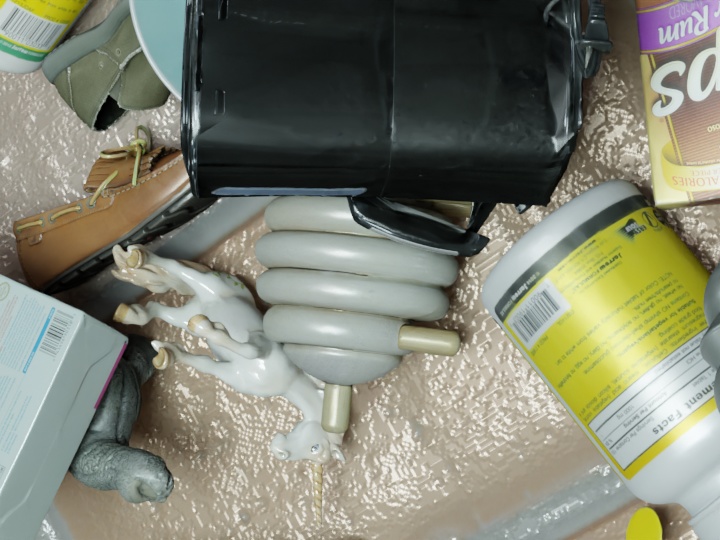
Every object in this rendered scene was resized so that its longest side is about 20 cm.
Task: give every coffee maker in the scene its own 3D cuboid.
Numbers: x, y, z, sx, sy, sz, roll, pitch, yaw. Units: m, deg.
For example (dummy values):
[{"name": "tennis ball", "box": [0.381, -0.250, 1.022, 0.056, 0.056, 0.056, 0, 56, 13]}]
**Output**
[{"name": "coffee maker", "box": [0.007, -0.106, 0.773, 0.200, 0.192, 0.135, 1, 57, -6]}]

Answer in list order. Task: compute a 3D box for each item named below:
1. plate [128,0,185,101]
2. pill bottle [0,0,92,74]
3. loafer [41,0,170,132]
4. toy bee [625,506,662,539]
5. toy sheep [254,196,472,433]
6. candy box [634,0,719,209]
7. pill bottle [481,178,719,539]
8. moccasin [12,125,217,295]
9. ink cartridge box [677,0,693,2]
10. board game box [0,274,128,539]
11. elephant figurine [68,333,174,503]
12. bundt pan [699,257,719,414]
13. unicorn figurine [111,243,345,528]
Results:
[{"name": "plate", "box": [-0.038, -0.170, 0.884, 0.200, 0.026, 0.200, 0, 85, -5]}, {"name": "pill bottle", "box": [-0.210, -0.243, 1.005, 0.113, 0.113, 0.200, 48, 110, 17]}, {"name": "loafer", "box": [-0.136, -0.147, 0.983, 0.200, 0.075, 0.070, -21, 96, 48]}, {"name": "toy bee", "box": [0.136, 0.194, 0.865, 0.200, 0.109, 0.131, 33, 97, -4]}, {"name": "toy sheep", "box": [0.000, 0.000, 0.900, 0.138, 0.138, 0.200, 3, 81, 26]}, {"name": "candy box", "box": [0.219, -0.139, 0.831, 0.117, 0.056, 0.200, -6, 89, 25]}, {"name": "pill bottle", "box": [0.169, 0.056, 0.827, 0.112, 0.112, 0.200, -43, 74, 20]}, {"name": "moccasin", "box": [-0.160, -0.055, 1.012, 0.201, 0.074, 0.078, -28, 87, 34]}, {"name": "ink cartridge box", "box": [0.078, -0.207, 0.767, 0.147, 0.200, 0.083, 26, 108, 41]}, {"name": "board game box", "box": [-0.267, 0.066, 0.935, 0.200, 0.064, 0.148, 22, 83, 24]}, {"name": "elephant figurine", "box": [-0.199, 0.085, 1.000, 0.200, 0.142, 0.155, -22, 96, 31]}, {"name": "bundt pan", "box": [0.251, 0.051, 0.753, 0.076, 0.202, 0.202, -35, 75, 46]}, {"name": "unicorn figurine", "box": [-0.080, 0.052, 0.943, 0.074, 0.137, 0.200, -43, 50, 24]}]
